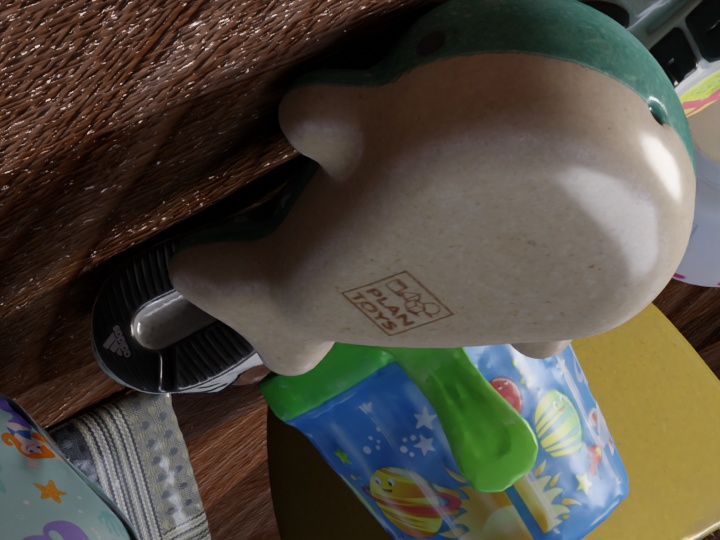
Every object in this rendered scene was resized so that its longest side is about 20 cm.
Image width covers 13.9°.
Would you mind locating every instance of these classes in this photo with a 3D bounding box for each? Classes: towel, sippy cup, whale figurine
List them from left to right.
[{"bbox_3d":[-0.156,0.172,1.439,0.192,0.201,0.034,-29,-145,-26],"label":"towel"},{"bbox_3d":[0.027,-0.030,1.064,0.199,0.159,0.104,-24,-139,34],"label":"whale figurine"},{"bbox_3d":[0.045,0.067,1.280,0.139,0.131,0.178,-32,-178,33],"label":"sippy cup"}]

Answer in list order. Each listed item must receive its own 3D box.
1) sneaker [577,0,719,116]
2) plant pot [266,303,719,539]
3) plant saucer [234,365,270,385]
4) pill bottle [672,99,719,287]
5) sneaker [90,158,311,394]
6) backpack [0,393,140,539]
[{"bbox_3d":[0.132,-0.103,1.129,0.199,0.078,0.090,-25,179,8],"label":"sneaker"},{"bbox_3d":[0.065,0.092,1.547,0.195,0.201,0.194,-22,168,-41],"label":"plant pot"},{"bbox_3d":[0.000,0.000,1.366,0.200,0.035,0.200,-29,171,-5],"label":"plant saucer"},{"bbox_3d":[0.169,-0.064,1.301,0.113,0.114,0.200,-30,172,-6],"label":"pill bottle"},{"bbox_3d":[-0.020,-0.005,1.197,0.200,0.076,0.115,-21,178,-11],"label":"sneaker"},{"bbox_3d":[-0.161,0.155,1.157,0.177,0.200,0.151,-21,148,-41],"label":"backpack"}]
